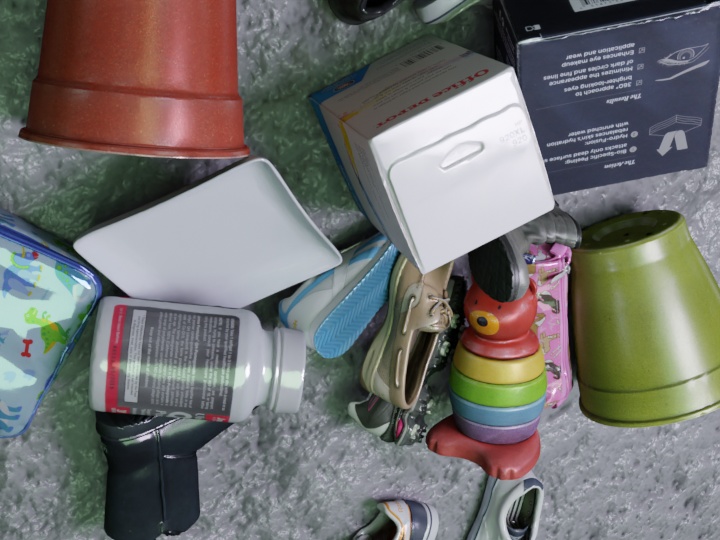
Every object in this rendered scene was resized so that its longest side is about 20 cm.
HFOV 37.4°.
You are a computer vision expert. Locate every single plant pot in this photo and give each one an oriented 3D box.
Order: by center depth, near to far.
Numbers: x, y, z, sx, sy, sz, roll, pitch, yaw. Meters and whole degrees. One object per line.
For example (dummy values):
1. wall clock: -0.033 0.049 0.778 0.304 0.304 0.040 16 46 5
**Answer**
1. plant pot: -0.187 -0.206 0.916 0.199 0.201 0.197 2 102 -19
2. plant pot: 0.317 0.042 1.187 0.199 0.200 0.194 -21 103 -10

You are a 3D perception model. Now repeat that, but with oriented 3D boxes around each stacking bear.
1. stacking bear: 0.144 0.097 1.126 0.113 0.121 0.201 -25 123 -47

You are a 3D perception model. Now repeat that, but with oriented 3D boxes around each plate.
1. plate: -0.141 -0.026 1.022 0.199 0.032 0.200 -23 146 10

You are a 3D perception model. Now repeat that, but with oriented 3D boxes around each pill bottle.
1. pill bottle: -0.156 0.088 1.028 0.199 0.111 0.111 6 108 -9

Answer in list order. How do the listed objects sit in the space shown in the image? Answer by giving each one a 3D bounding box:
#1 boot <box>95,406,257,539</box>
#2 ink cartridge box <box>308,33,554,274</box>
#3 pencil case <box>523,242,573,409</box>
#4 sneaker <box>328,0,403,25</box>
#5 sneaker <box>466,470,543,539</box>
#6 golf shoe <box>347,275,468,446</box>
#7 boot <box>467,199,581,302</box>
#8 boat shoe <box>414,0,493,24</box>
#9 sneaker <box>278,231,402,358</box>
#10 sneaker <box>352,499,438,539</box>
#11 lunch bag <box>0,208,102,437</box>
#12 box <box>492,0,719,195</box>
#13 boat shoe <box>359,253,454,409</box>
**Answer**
1. boot: -0.182 0.191 1.127 0.199 0.076 0.169 -17 127 -28
2. ink cartridge box: 0.064 -0.117 1.019 0.147 0.200 0.145 -27 116 -6
3. pencil case: 0.196 0.056 1.193 0.082 0.087 0.201 -8 116 -4
4. sneaker: 0.057 -0.308 1.007 0.076 0.091 0.200 39 93 -25
5. sneaker: 0.175 0.328 1.299 0.073 0.071 0.201 0 110 -19
6. golf shoe: 0.056 0.089 1.164 0.201 0.088 0.077 -65 160 -11
7. boot: 0.172 -0.037 1.090 0.130 0.200 0.068 1 120 -14
8. boat shoe: 0.147 -0.292 1.058 0.200 0.071 0.070 -37 115 -10
9. sneaker: 0.000 0.000 1.112 0.200 0.081 0.077 -42 136 -23
10. sneaker: 0.019 0.362 1.258 0.079 0.078 0.201 19 92 -29
11. lunch bag: -0.354 0.050 1.010 0.160 0.082 0.201 31 97 -23
12. box: 0.237 -0.191 1.042 0.195 0.118 0.201 -10 136 0
13. boat shoe: 0.066 0.043 1.094 0.071 0.064 0.201 8 104 -51
